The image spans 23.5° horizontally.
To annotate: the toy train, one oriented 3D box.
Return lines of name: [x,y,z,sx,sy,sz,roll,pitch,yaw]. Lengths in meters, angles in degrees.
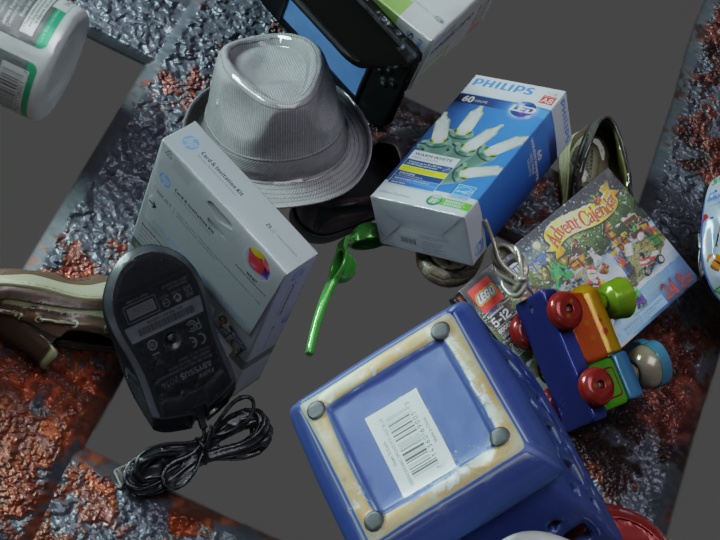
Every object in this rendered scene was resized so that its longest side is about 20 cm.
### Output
toy train: [0.194,0.031,1.538,0.115,0.085,0.202,-17,81,-29]

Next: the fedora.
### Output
fedora: [-0.077,-0.153,1.590,0.175,0.091,0.201,-4,39,-7]

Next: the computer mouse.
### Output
computer mouse: [-0.163,0.075,1.443,0.137,0.053,0.202,-20,101,-21]

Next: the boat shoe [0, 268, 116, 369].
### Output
boat shoe: [-0.267,0.044,1.456,0.200,0.075,0.076,1,72,-14]

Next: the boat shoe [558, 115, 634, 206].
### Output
boat shoe: [0.231,-0.061,1.685,0.072,0.065,0.202,5,58,-17]

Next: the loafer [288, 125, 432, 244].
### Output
loafer: [0.021,-0.090,1.637,0.199,0.063,0.072,-31,72,-31]

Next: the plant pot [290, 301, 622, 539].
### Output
plant pot: [0.066,0.159,1.361,0.199,0.180,0.201,-31,54,3]

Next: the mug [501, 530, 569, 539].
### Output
mug: [0.133,0.286,1.284,0.199,0.177,0.147,-6,34,-47]

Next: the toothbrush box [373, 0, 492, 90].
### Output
toothbrush box: [0.024,-0.304,1.760,0.199,0.086,0.146,38,55,9]

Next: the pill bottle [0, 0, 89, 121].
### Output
pill bottle: [-0.357,-0.226,1.571,0.199,0.113,0.114,25,54,-2]

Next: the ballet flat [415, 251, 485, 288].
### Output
ballet flat: [0.107,-0.057,1.636,0.067,0.047,0.200,31,45,4]

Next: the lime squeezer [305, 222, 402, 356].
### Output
lime squeezer: [0.000,0.000,1.599,0.200,0.038,0.071,-36,106,-33]

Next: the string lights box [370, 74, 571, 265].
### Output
string lights box: [0.106,-0.096,1.606,0.102,0.059,0.200,14,46,31]

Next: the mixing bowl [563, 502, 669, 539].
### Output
mixing bowl: [0.198,0.271,1.439,0.198,0.109,0.202,8,57,-13]

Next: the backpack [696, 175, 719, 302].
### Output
backpack: [0.414,-0.018,1.645,0.189,0.154,0.202,23,52,-24]

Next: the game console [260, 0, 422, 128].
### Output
game console: [-0.050,-0.231,1.635,0.116,0.176,0.200,-32,73,-31]

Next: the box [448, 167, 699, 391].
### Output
box: [0.198,0.018,1.602,0.200,0.038,0.137,-39,88,-20]

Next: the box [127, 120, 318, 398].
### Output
box: [-0.124,-0.005,1.453,0.041,0.200,0.156,-34,72,-33]
